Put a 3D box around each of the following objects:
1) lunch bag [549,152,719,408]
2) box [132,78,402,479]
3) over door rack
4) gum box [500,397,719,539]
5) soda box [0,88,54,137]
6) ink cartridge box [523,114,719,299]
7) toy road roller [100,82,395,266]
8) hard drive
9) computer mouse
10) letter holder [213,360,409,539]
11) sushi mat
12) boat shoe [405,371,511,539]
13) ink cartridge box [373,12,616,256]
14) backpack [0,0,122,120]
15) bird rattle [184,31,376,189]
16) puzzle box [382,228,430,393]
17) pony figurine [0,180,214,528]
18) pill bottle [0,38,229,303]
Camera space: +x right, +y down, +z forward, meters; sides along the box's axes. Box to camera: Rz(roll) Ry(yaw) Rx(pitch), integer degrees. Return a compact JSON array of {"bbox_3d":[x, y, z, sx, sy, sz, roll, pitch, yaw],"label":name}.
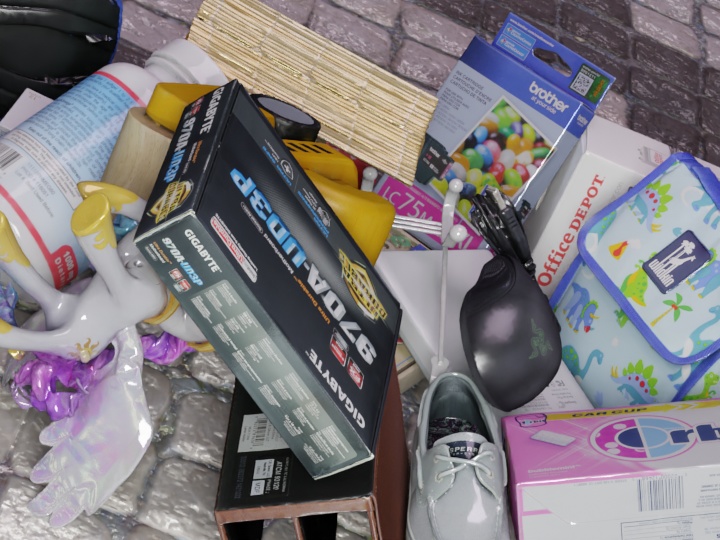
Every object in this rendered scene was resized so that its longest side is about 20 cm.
[{"bbox_3d":[0.242,0.036,1.638,0.127,0.200,0.170,6,37,-38],"label":"lunch bag"},{"bbox_3d":[-0.051,0.004,1.306,0.200,0.046,0.159,55,25,-24],"label":"box"},{"bbox_3d":[0.000,0.000,1.562,0.147,0.067,0.201,8,51,-2],"label":"over door rack"},{"bbox_3d":[0.200,0.140,1.439,0.199,0.066,0.114,-5,19,1],"label":"gum box"},{"bbox_3d":[-0.180,-0.057,1.596,0.199,0.064,0.068,26,31,-3],"label":"soda box"},{"bbox_3d":[0.245,-0.021,1.779,0.199,0.147,0.083,22,28,-6],"label":"ink cartridge box"},{"bbox_3d":[-0.070,-0.041,1.430,0.146,0.123,0.200,32,17,28],"label":"toy road roller"},{"bbox_3d":[0.097,0.066,1.616,0.132,0.027,0.200,-1,49,-42],"label":"hard drive"},{"bbox_3d":[0.116,0.028,1.532,0.200,0.053,0.139,-67,136,-64],"label":"computer mouse"},{"bbox_3d":[-0.025,0.143,1.399,0.100,0.143,0.200,-6,33,7],"label":"letter holder"},{"bbox_3d":[-0.037,-0.142,1.599,0.200,0.012,0.096,28,52,-9],"label":"sushi mat"},{"bbox_3d":[0.063,0.138,1.427,0.070,0.072,0.201,0,30,-3],"label":"boat shoe"},{"bbox_3d":[0.106,-0.105,1.747,0.119,0.200,0.042,36,4,26],"label":"ink cartridge box"},{"bbox_3d":[-0.286,-0.215,1.656,0.199,0.163,0.168,15,29,-17],"label":"backpack"},{"bbox_3d":[-0.082,-0.110,1.667,0.199,0.163,0.113,20,48,10],"label":"bird rattle"},{"bbox_3d":[0.014,0.029,1.650,0.133,0.025,0.200,37,32,15],"label":"puzzle box"},{"bbox_3d":[-0.168,0.037,1.317,0.200,0.193,0.167,39,19,-50],"label":"pony figurine"},{"bbox_3d":[-0.182,-0.075,1.496,0.200,0.109,0.109,-38,64,-21],"label":"pill bottle"}]
